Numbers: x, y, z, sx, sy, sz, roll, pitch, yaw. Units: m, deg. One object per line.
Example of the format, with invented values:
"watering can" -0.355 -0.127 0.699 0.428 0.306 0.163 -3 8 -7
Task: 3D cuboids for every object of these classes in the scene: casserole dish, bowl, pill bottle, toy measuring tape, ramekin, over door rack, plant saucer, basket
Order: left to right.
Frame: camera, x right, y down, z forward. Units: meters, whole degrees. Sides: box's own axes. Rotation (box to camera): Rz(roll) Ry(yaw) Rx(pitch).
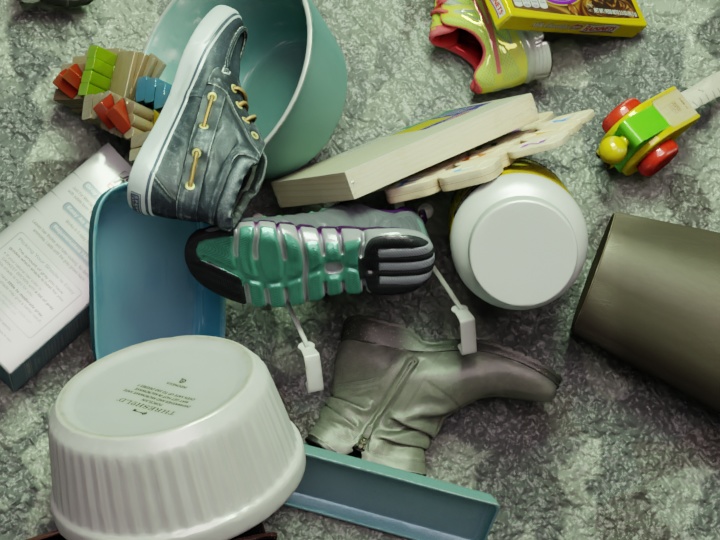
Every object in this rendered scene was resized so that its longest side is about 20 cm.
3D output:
"casserole dish" -0.173 0.010 1.381 0.121 0.039 0.200 -7 103 -32
"ramekin" -0.148 0.127 1.286 0.202 0.202 0.094 -16 115 -13
"bowl" -0.090 -0.158 1.443 0.201 0.105 0.201 -13 68 34
"over door rack" 0.000 0.000 1.401 0.147 0.067 0.200 -13 42 -11
"plant saucer" 0.012 0.184 1.374 0.200 0.070 0.019 16 42 -1
"pill bottle" 0.129 -0.030 1.383 0.112 0.200 0.113 0 100 2
"toy measuring tape" 0.279 -0.134 1.539 0.200 0.074 0.074 -29 74 -40
"basket" 0.292 0.036 1.430 0.200 0.136 0.181 19 66 5

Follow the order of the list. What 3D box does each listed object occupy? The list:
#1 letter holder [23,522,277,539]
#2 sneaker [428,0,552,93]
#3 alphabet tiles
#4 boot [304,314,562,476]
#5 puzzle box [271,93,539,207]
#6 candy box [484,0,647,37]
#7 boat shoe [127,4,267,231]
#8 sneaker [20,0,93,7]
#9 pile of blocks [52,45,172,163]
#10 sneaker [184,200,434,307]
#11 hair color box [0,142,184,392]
"letter holder" -0.161 0.234 1.289 0.200 0.142 0.101 -12 71 -11
"sneaker" 0.094 -0.250 1.542 0.090 0.078 0.200 -28 73 -9
"alphabet tiles" 0.097 -0.098 1.424 0.195 0.200 0.015 -12 104 26
"boot" 0.061 0.122 1.406 0.200 0.068 0.131 12 71 7
"puzzle box" 0.038 -0.102 1.418 0.200 0.133 0.025 -24 100 -27
"candy box" 0.178 -0.266 1.530 0.200 0.026 0.102 -5 65 -44
"boat shoe" -0.109 -0.120 1.337 0.091 0.071 0.200 16 63 9
"sneaker" -0.263 -0.331 1.537 0.079 0.074 0.201 13 74 -12
"pile of blocks" -0.202 -0.148 1.419 0.200 0.062 0.082 35 99 40
"sneaker" -0.041 -0.020 1.355 0.200 0.075 0.088 2 30 -1
"hair color box" -0.253 -0.004 1.412 0.099 0.061 0.200 44 71 9
